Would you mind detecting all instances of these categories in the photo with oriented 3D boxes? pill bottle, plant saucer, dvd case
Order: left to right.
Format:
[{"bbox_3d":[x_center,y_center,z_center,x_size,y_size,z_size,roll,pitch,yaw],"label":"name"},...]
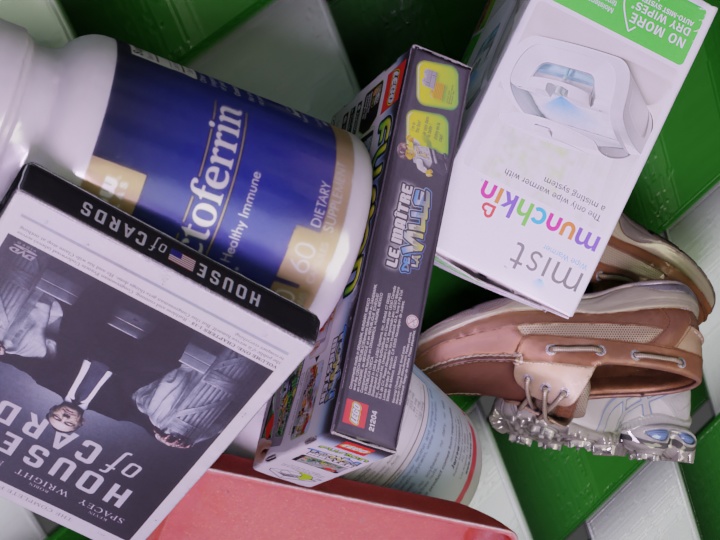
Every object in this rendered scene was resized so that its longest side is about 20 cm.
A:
[{"bbox_3d":[-0.131,0.051,0.796,0.150,0.025,0.200,28,131,-15],"label":"dvd case"},{"bbox_3d":[-0.104,-0.043,0.805,0.199,0.116,0.117,19,95,-19],"label":"pill bottle"},{"bbox_3d":[-0.039,0.180,0.953,0.198,0.037,0.200,14,129,-15],"label":"plant saucer"},{"bbox_3d":[-0.022,0.078,0.963,0.109,0.108,0.200,-54,131,-10],"label":"pill bottle"}]

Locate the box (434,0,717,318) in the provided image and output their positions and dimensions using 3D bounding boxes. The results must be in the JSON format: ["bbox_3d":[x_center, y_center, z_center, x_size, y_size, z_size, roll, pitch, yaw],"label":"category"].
[{"bbox_3d":[0.097,-0.075,0.933,0.096,0.200,0.178,26,91,-5],"label":"box"}]

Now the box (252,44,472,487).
[{"bbox_3d":[0.000,0.000,0.839,0.034,0.110,0.202,19,69,-18],"label":"box"}]

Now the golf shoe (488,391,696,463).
[{"bbox_3d":[0.160,0.079,1.160,0.199,0.078,0.098,12,83,-48],"label":"golf shoe"}]

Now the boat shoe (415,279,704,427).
[{"bbox_3d":[0.122,0.058,1.052,0.198,0.072,0.076,-10,154,-3],"label":"boat shoe"}]

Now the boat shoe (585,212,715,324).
[{"bbox_3d":[0.154,-0.007,1.111,0.199,0.076,0.074,33,89,-35],"label":"boat shoe"}]
